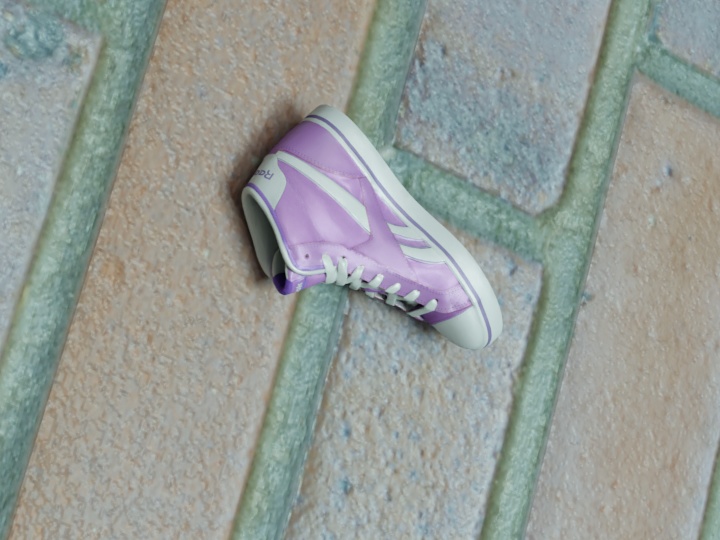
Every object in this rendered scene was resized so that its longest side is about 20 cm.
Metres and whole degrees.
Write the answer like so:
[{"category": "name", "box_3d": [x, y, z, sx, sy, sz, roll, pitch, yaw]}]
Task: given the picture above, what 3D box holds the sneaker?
[{"category": "sneaker", "box_3d": [0.000, 0.000, 1.723, 0.201, 0.073, 0.114, 47, 64, -7]}]
